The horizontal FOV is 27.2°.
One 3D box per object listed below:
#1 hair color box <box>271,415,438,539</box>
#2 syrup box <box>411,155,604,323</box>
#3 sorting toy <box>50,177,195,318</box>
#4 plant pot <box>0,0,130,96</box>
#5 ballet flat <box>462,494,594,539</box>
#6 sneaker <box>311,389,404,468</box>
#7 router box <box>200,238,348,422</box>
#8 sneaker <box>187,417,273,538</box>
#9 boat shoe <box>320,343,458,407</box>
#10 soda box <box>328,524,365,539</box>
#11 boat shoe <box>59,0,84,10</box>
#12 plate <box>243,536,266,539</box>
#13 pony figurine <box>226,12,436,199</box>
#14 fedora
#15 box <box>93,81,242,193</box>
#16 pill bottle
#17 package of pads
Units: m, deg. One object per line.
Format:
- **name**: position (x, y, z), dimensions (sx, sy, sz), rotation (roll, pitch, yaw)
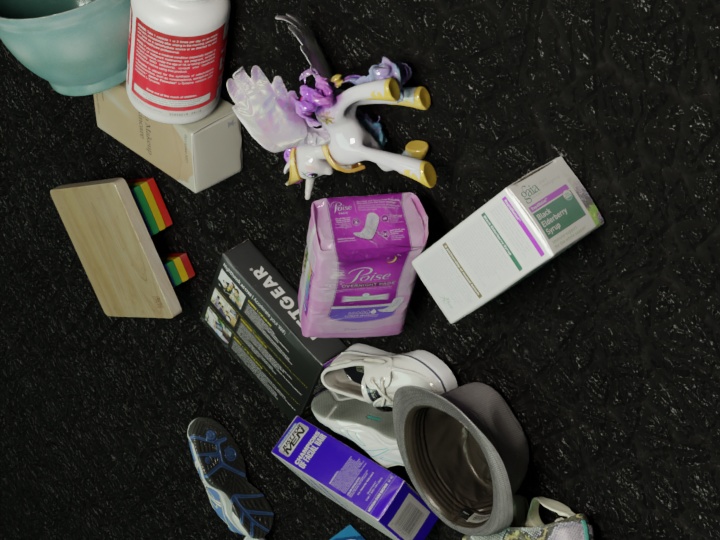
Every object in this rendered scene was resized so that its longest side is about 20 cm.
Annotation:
- **hair color box**: position (-0.007, 0.266, 1.865), dimensions (0.200, 0.065, 0.109), rotation (24, 164, 40)
- **syrup box**: position (0.141, -0.027, 1.456), dimensions (0.082, 0.079, 0.200), rotation (57, 147, 3)
- **sorting toy**: position (-0.322, -0.040, 2.064), dimensions (0.198, 0.070, 0.201), rotation (-1, 116, 53)
- **plant pot**: position (-0.333, -0.294, 1.769), dimensions (0.200, 0.200, 0.135), rotation (25, 143, 40)
- **ballet flat**: position (0.190, 0.288, 1.675), dimensions (0.200, 0.072, 0.072), rotation (-5, 112, 54)
- **sneaker**: position (0.015, 0.200, 1.817), dimensions (0.200, 0.070, 0.080), rotation (20, 138, 44)
- **router box**: position (-0.113, 0.080, 1.902), dimensions (0.200, 0.051, 0.149), rotation (47, 144, 16)
- **sneaker**: position (-0.207, 0.309, 2.189), dimensions (0.077, 0.076, 0.201), rotation (-15, 103, 51)
- **boat shoe**: position (0.030, 0.130, 1.742), dimensions (0.200, 0.066, 0.072), rotation (13, 126, 48)
- **soda box**: position (-0.028, 0.445, 2.076), dimensions (0.068, 0.064, 0.200), rotation (41, 143, 25)
- **boat shoe**: position (-0.392, -0.369, 1.874), dimensions (0.069, 0.084, 0.200), rotation (-25, 93, 48)
- **plate**: position (-0.124, 0.506, 2.281), dimensions (0.200, 0.032, 0.200), rotation (51, 147, 13)
- **pony figurine**: position (-0.029, -0.160, 1.530), dimensions (0.199, 0.167, 0.194), rotation (-3, 124, 36)
- **fedora**: position (0.124, 0.195, 1.649), dimensions (0.177, 0.090, 0.201), rotation (15, 127, 47)
- **box**: position (-0.238, -0.187, 1.825), dimensions (0.200, 0.078, 0.095), rotation (33, 139, 34)
- **pill bottle**: position (-0.206, -0.272, 1.683), dimensions (0.112, 0.112, 0.200), rotation (42, 144, 23)
- **package of pads**: position (0.000, 0.000, 1.602), dimensions (0.200, 0.120, 0.076), rotation (103, 160, -58)
